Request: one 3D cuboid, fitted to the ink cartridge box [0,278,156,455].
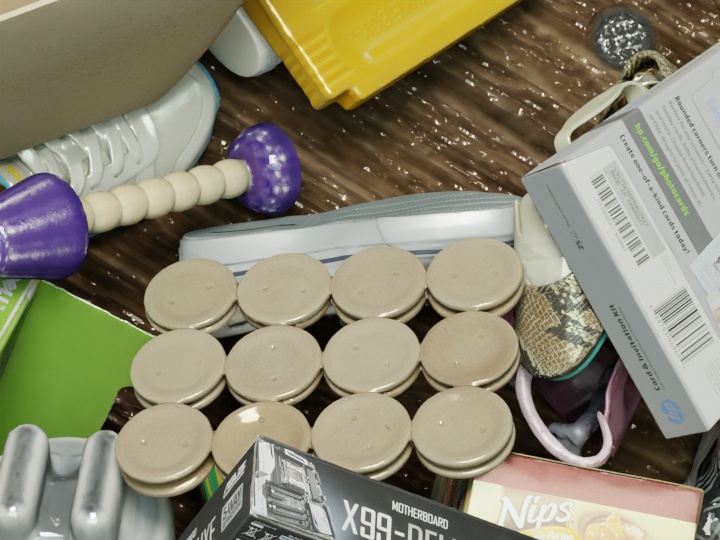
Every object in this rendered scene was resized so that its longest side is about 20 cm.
[{"bbox_3d":[-0.199,0.071,1.383,0.200,0.076,0.148,26,130,-2],"label":"ink cartridge box"}]

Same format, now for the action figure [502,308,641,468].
[{"bbox_3d":[0.156,0.002,1.421,0.200,0.149,0.134,-41,84,8],"label":"action figure"}]

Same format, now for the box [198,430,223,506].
[{"bbox_3d":[-0.051,0.153,1.406,0.048,0.117,0.200,-16,87,-5],"label":"box"}]

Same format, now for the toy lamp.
[{"bbox_3d":[-0.119,-0.034,1.386,0.200,0.058,0.058,-15,86,-42],"label":"toy lamp"}]

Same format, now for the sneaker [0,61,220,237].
[{"bbox_3d":[-0.162,-0.051,1.431,0.200,0.081,0.077,-34,87,-6],"label":"sneaker"}]

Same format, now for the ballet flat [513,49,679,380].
[{"bbox_3d":[0.119,-0.038,1.379,0.075,0.068,0.200,54,53,-33],"label":"ballet flat"}]

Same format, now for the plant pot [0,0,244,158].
[{"bbox_3d":[-0.178,-0.167,1.349,0.200,0.177,0.200,-22,65,-24],"label":"plant pot"}]

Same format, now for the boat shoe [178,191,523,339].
[{"bbox_3d":[0.000,0.000,1.431,0.200,0.074,0.067,-6,101,24],"label":"boat shoe"}]

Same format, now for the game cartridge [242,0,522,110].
[{"bbox_3d":[-0.007,-0.204,1.443,0.176,0.032,0.200,-35,88,-29],"label":"game cartridge"}]

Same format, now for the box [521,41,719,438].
[{"bbox_3d":[0.195,-0.031,1.363,0.200,0.041,0.156,-35,99,-31],"label":"box"}]

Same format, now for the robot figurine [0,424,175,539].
[{"bbox_3d":[-0.151,0.167,1.374,0.169,0.200,0.113,7,46,4],"label":"robot figurine"}]

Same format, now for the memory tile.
[{"bbox_3d":[-0.018,0.048,1.320,0.200,0.017,0.153,-3,46,9],"label":"memory tile"}]

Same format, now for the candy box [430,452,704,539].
[{"bbox_3d":[0.100,0.131,1.375,0.115,0.200,0.055,11,83,-3],"label":"candy box"}]

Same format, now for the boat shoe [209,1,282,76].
[{"bbox_3d":[-0.090,-0.203,1.456,0.068,0.072,0.200,-33,80,-29],"label":"boat shoe"}]

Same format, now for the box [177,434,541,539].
[{"bbox_3d":[0.004,0.173,1.272,0.200,0.158,0.050,21,44,-17],"label":"box"}]

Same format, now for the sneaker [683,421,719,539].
[{"bbox_3d":[0.236,0.133,1.449,0.115,0.075,0.200,23,90,-2],"label":"sneaker"}]
